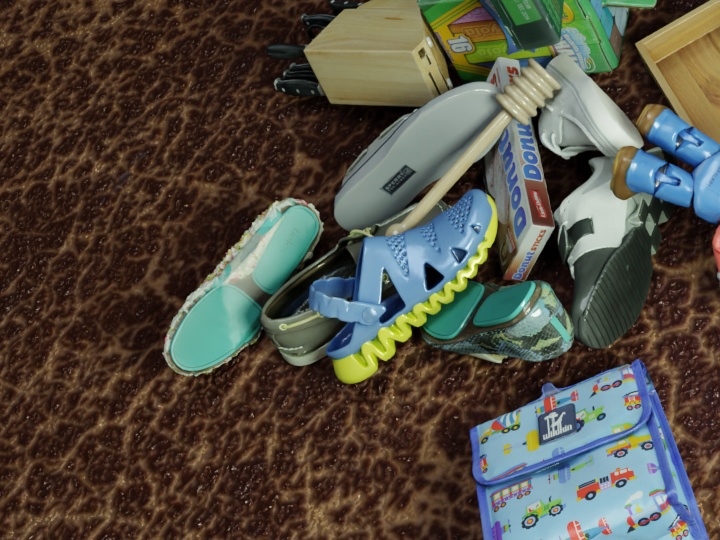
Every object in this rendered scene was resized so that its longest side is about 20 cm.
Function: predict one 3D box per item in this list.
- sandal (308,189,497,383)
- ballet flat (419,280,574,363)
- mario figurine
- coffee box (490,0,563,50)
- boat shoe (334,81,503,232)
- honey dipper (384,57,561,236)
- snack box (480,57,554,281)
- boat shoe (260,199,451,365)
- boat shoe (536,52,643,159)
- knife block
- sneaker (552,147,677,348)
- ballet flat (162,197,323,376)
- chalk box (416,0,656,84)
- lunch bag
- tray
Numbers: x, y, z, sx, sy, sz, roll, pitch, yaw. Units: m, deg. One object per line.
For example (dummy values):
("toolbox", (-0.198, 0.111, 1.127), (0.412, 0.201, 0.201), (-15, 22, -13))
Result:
("sandal", (0.032, 0.002, 1.624), (0.200, 0.087, 0.080), (-44, 14, 5))
("ballet flat", (0.112, 0.049, 1.583), (0.074, 0.074, 0.200), (-51, 17, -13))
("mario figurine", (0.300, -0.048, 1.534), (0.199, 0.106, 0.124), (31, 118, 20))
("coffee box", (0.139, -0.304, 1.639), (0.044, 0.123, 0.202), (-8, 53, 25))
("boat shoe", (0.053, -0.110, 1.723), (0.200, 0.072, 0.066), (-44, 27, 32))
("honey dipper", (0.092, -0.094, 1.649), (0.200, 0.038, 0.038), (-49, 46, 7))
("snack box", (0.131, -0.090, 1.685), (0.024, 0.072, 0.201), (8, 48, -17))
("boat shoe", (0.001, 0.002, 1.695), (0.201, 0.060, 0.072), (-38, 46, -1))
("boat shoe", (0.182, -0.130, 1.656), (0.069, 0.072, 0.200), (-44, 26, 9))
("knife block", (-0.009, -0.193, 1.813), (0.174, 0.064, 0.201), (-24, 30, 11))
("sneaker", (0.194, -0.018, 1.595), (0.088, 0.074, 0.201), (2, 48, 30))
("ballet flat", (-0.108, 0.017, 1.754), (0.200, 0.076, 0.064), (-48, 16, -16))
("chalk box", (0.172, -0.260, 1.751), (0.198, 0.124, 0.126), (-4, 55, 27))
("lunch bag", (0.168, 0.158, 1.478), (0.149, 0.094, 0.201), (-26, 35, 12))
("tray", (0.318, -0.145, 1.642), (0.098, 0.037, 0.201), (-29, 46, 8))
